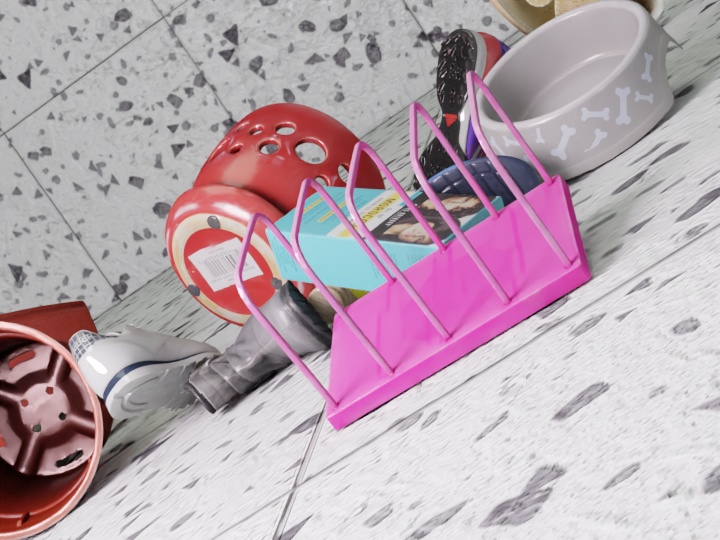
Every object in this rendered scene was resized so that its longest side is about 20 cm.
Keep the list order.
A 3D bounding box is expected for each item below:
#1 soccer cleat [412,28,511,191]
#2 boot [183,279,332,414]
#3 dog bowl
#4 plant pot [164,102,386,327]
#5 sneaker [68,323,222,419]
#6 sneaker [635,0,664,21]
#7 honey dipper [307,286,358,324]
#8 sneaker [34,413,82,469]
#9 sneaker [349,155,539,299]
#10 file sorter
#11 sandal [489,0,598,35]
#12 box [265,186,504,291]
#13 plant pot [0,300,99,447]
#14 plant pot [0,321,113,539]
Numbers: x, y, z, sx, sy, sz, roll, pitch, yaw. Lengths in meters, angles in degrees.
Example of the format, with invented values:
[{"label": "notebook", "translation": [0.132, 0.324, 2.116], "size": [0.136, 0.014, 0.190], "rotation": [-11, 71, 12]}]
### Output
[{"label": "soccer cleat", "translation": [0.103, -0.127, 1.343], "size": [0.073, 0.202, 0.068], "rotation": [3, 9, -40]}, {"label": "boot", "translation": [-0.092, 0.077, 1.228], "size": [0.131, 0.070, 0.200], "rotation": [-39, -3, -7]}, {"label": "dog bowl", "translation": [0.189, -0.164, 1.247], "size": [0.199, 0.059, 0.201], "rotation": [-29, 29, 18]}, {"label": "plant pot", "translation": [-0.094, -0.047, 1.486], "size": [0.200, 0.201, 0.183], "rotation": [-27, 20, 44]}, {"label": "sneaker", "translation": [-0.195, 0.085, 1.332], "size": [0.077, 0.080, 0.200], "rotation": [-53, -20, 11]}, {"label": "sneaker", "translation": [0.290, -0.287, 1.723], "size": [0.200, 0.077, 0.081], "rotation": [-40, 12, -23]}, {"label": "honey dipper", "translation": [0.000, 0.000, 1.374], "size": [0.038, 0.038, 0.200], "rotation": [-30, 7, 27]}, {"label": "sneaker", "translation": [-0.337, 0.193, 1.530], "size": [0.200, 0.067, 0.090], "rotation": [-42, 13, -19]}, {"label": "sneaker", "translation": [0.070, -0.046, 1.218], "size": [0.199, 0.074, 0.082], "rotation": [-29, 7, 29]}, {"label": "file sorter", "translation": [0.030, -0.021, 0.939], "size": [0.199, 0.126, 0.139], "rotation": [-32, 22, 17]}, {"label": "sandal", "translation": [0.220, -0.257, 1.403], "size": [0.069, 0.211, 0.078], "rotation": [-27, 42, 42]}, {"label": "box", "translation": [0.021, -0.024, 1.121], "size": [0.199, 0.049, 0.082], "rotation": [6, 35, 45]}, {"label": "plant pot", "translation": [-0.399, 0.136, 1.716], "size": [0.175, 0.201, 0.200], "rotation": [-23, 4, -18]}, {"label": "plant pot", "translation": [-0.333, 0.147, 1.376], "size": [0.200, 0.202, 0.195], "rotation": [-34, 0, 1]}]
